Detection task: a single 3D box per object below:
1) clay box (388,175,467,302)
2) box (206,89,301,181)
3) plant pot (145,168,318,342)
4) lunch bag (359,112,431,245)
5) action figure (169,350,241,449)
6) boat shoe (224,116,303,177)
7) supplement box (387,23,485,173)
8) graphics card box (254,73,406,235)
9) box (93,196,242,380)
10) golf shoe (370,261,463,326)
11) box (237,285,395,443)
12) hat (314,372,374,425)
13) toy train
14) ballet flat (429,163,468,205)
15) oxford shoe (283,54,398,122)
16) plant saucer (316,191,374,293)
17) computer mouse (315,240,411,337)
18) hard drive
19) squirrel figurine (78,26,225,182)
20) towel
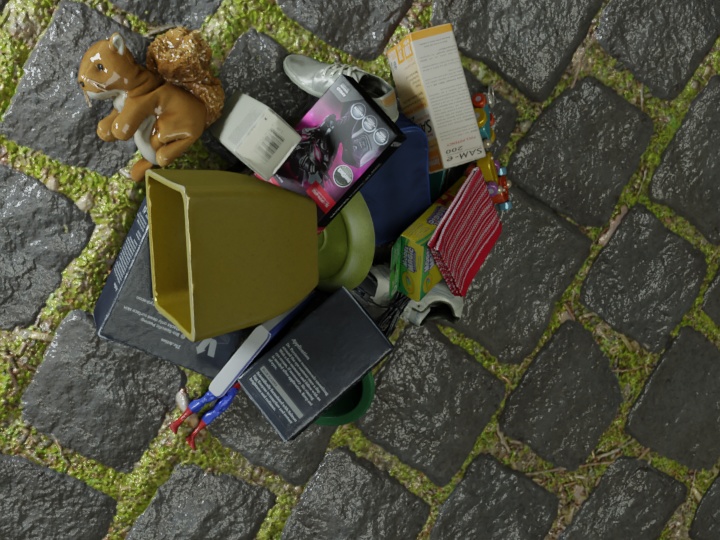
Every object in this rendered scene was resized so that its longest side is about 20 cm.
[{"bbox_3d":[0.115,-0.041,1.669,0.200,0.047,0.116,-45,150,-36],"label":"clay box"},{"bbox_3d":[-0.155,-0.195,1.562,0.068,0.200,0.082,39,92,-24],"label":"box"},{"bbox_3d":[-0.164,-0.035,1.475,0.197,0.195,0.198,-8,105,-24],"label":"plant pot"},{"bbox_3d":[0.021,-0.156,1.672,0.134,0.132,0.203,-13,118,-19],"label":"lunch bag"},{"bbox_3d":[-0.205,0.198,1.717,0.200,0.099,0.065,-48,116,-4],"label":"action figure"},{"bbox_3d":[-0.147,-0.149,1.653,0.200,0.072,0.068,-42,118,3],"label":"boat shoe"},{"bbox_3d":[0.111,-0.252,1.654,0.072,0.126,0.204,-16,92,-14],"label":"supplement box"},{"bbox_3d":[-0.044,-0.161,1.557,0.200,0.051,0.126,-45,76,16],"label":"graphics card box"},{"bbox_3d":[-0.264,0.026,1.624,0.194,0.117,0.203,24,95,-23],"label":"box"},{"bbox_3d":[0.071,0.044,1.752,0.196,0.098,0.079,-1,139,-8],"label":"golf shoe"},{"bbox_3d":[-0.058,0.134,1.591,0.199,0.197,0.118,-40,85,-1],"label":"box"},{"bbox_3d":[-0.031,0.138,1.802,0.196,0.177,0.168,11,120,9],"label":"hat"},{"bbox_3d":[0.194,-0.185,1.747,0.055,0.150,0.204,-8,103,17],"label":"toy train"},{"bbox_3d":[0.127,-0.102,1.764,0.068,0.068,0.203,16,99,-35],"label":"ballet flat"},{"bbox_3d":[-0.026,-0.277,1.609,0.075,0.198,0.058,-41,153,-40],"label":"oxford shoe"},{"bbox_3d":[-0.064,-0.059,1.642,0.031,0.198,0.204,-23,115,-47],"label":"plant saucer"},{"bbox_3d":[0.000,0.000,1.712,0.199,0.046,0.141,40,87,6],"label":"computer mouse"},{"bbox_3d":[-0.139,0.101,1.611,0.025,0.200,0.132,41,112,2],"label":"hard drive"},{"bbox_3d":[-0.295,-0.258,1.551,0.200,0.141,0.187,-44,104,-18],"label":"squirrel figurine"},{"bbox_3d":[0.163,-0.053,1.669,0.146,0.022,0.200,-59,155,-12],"label":"towel"}]
